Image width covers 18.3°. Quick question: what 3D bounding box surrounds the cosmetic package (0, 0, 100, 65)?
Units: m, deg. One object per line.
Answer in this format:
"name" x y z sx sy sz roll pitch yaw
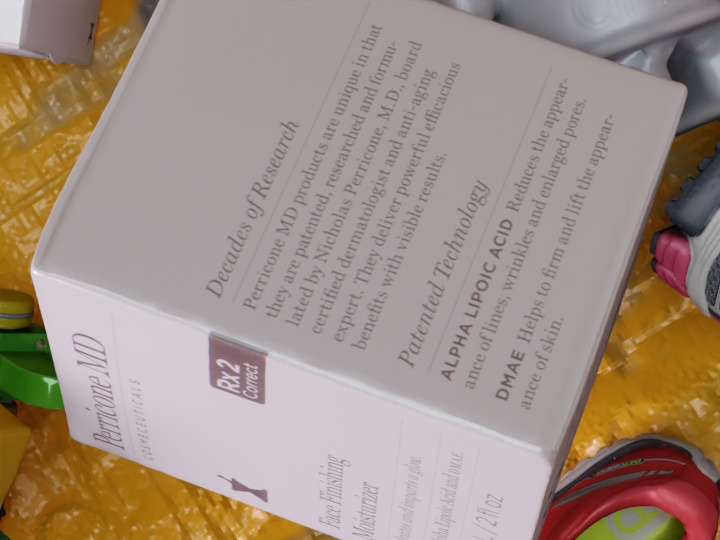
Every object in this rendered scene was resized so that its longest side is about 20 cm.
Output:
"cosmetic package" -0.217 -0.146 0.959 0.200 0.108 0.085 10 92 6

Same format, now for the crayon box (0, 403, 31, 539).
"crayon box" -0.226 0.054 0.902 0.200 0.126 0.052 36 113 28

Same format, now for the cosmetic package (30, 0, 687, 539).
"cosmetic package" 0.000 0.000 0.874 0.200 0.165 0.165 19 64 8

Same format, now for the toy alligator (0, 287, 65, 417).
"toy alligator" -0.189 0.028 0.986 0.200 0.054 0.059 15 100 34

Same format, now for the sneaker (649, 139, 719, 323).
"sneaker" 0.206 -0.058 0.904 0.075 0.081 0.200 39 97 23

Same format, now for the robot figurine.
"robot figurine" 0.091 -0.148 0.909 0.170 0.113 0.200 -20 89 -32

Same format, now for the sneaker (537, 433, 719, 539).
"sneaker" 0.067 0.143 0.931 0.200 0.085 0.077 -44 96 8

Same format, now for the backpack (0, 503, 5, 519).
"backpack" -0.281 0.152 0.958 0.200 0.147 0.183 14 91 11
